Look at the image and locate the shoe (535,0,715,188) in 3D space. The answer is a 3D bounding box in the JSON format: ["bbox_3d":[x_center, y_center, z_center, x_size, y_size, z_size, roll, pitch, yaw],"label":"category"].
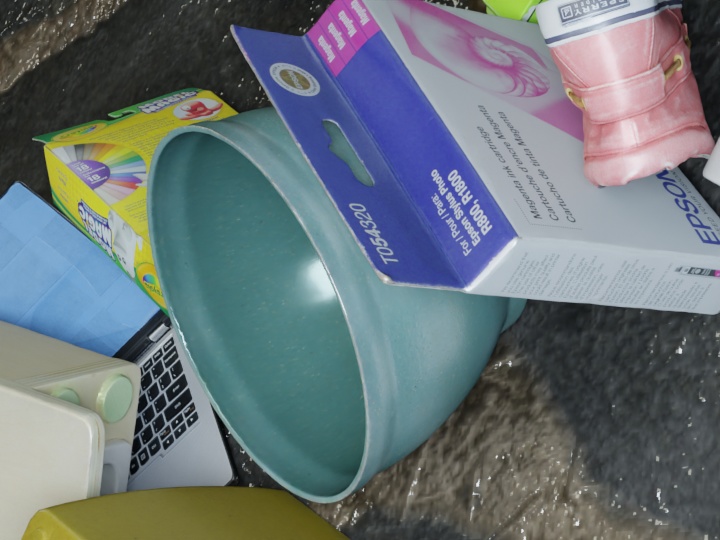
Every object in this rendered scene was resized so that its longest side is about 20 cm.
[{"bbox_3d":[0.126,-0.091,1.039,0.071,0.200,0.091,-15,95,12],"label":"shoe"}]

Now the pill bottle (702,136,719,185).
[{"bbox_3d":[0.231,-0.112,0.953,0.111,0.111,0.200,33,100,47],"label":"pill bottle"}]

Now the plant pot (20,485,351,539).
[{"bbox_3d":[-0.091,0.222,1.111,0.200,0.176,0.200,29,97,47],"label":"plant pot"}]

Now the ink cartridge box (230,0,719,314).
[{"bbox_3d":[0.062,-0.061,1.045,0.043,0.200,0.196,-60,42,29],"label":"ink cartridge box"}]

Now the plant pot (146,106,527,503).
[{"bbox_3d":[0.000,0.000,1.105,0.200,0.134,0.200,42,144,40],"label":"plant pot"}]

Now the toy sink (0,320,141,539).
[{"bbox_3d":[-0.201,0.110,1.255,0.200,0.112,0.130,15,104,31],"label":"toy sink"}]

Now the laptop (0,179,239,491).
[{"bbox_3d":[-0.196,0.090,1.317,0.187,0.116,0.200,-44,48,27],"label":"laptop"}]

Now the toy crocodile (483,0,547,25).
[{"bbox_3d":[0.130,-0.206,1.142,0.068,0.062,0.200,47,114,45],"label":"toy crocodile"}]

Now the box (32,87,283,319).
[{"bbox_3d":[-0.101,-0.043,1.270,0.200,0.117,0.048,42,144,45],"label":"box"}]
